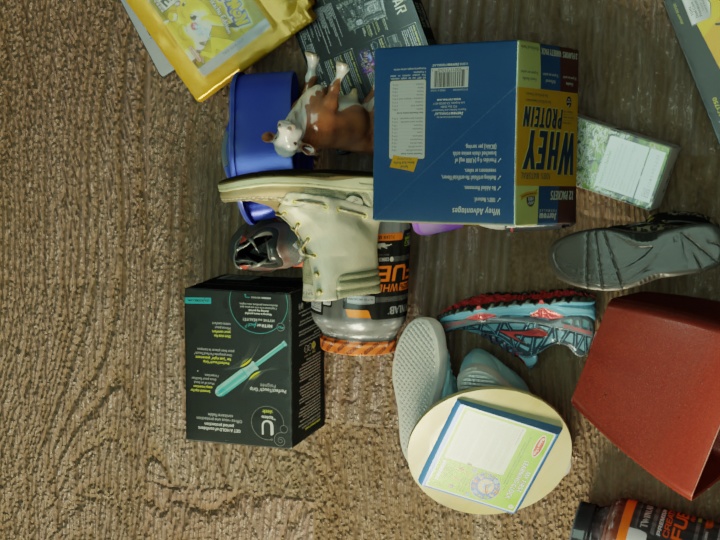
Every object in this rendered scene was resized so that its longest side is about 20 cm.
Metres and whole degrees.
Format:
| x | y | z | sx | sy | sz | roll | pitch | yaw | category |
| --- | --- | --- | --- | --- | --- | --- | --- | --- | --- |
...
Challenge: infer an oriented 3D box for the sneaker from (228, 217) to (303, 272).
| x | y | z | sx | sy | sz | roll | pitch | yaw | category |
| --- | --- | --- | --- | --- | --- | --- | --- | --- | --- |
| -0.132 | -0.032 | 1.797 | 0.200 | 0.082 | 0.077 | -8 | 93 | 59 | sneaker |

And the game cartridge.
| x | y | z | sx | sy | sz | roll | pitch | yaw | category |
| --- | --- | --- | --- | --- | --- | --- | --- | --- | --- |
| -0.176 | -0.336 | 1.783 | 0.200 | 0.032 | 0.176 | -33 | 98 | 23 | game cartridge |

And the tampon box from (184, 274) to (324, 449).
| x | y | z | sx | sy | sz | roll | pitch | yaw | category |
| --- | --- | --- | --- | --- | --- | --- | --- | --- | --- |
| -0.135 | 0.114 | 1.837 | 0.150 | 0.126 | 0.200 | 3 | 99 | 18 | tampon box |

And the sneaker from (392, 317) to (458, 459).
| x | y | z | sx | sy | sz | roll | pitch | yaw | category |
| --- | --- | --- | --- | --- | --- | --- | --- | --- | --- |
| 0.092 | 0.146 | 1.784 | 0.074 | 0.082 | 0.200 | 18 | 116 | 36 | sneaker |

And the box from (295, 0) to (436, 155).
| x | y | z | sx | sy | sz | roll | pitch | yaw | category |
| --- | --- | --- | --- | --- | --- | --- | --- | --- | --- |
| 0.015 | -0.264 | 1.782 | 0.160 | 0.044 | 0.200 | -20 | 91 | 19 | box |

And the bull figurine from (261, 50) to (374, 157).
| x | y | z | sx | sy | sz | roll | pitch | yaw | category |
| --- | --- | --- | --- | --- | --- | --- | --- | --- | --- |
| -0.032 | -0.189 | 1.690 | 0.065 | 0.200 | 0.121 | 26 | 105 | 36 | bull figurine |

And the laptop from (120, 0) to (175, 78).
| x | y | z | sx | sy | sz | roll | pitch | yaw | category |
| --- | --- | --- | --- | --- | --- | --- | --- | --- | --- |
| -0.248 | -0.377 | 1.815 | 0.187 | 0.116 | 0.200 | -29 | 88 | 20 | laptop |

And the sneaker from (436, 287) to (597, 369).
| x | y | z | sx | sy | sz | roll | pitch | yaw | category |
| --- | --- | --- | --- | --- | --- | --- | --- | --- | --- |
| 0.190 | 0.077 | 1.753 | 0.200 | 0.079 | 0.096 | -3 | 98 | 18 | sneaker |

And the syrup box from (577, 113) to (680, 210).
| x | y | z | sx | sy | sz | roll | pitch | yaw | category |
| --- | --- | --- | --- | --- | --- | --- | --- | --- | --- |
| 0.268 | -0.141 | 1.696 | 0.200 | 0.081 | 0.079 | 20 | 102 | 17 | syrup box |

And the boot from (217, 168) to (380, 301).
| x | y | z | sx | sy | sz | roll | pitch | yaw | category |
| --- | --- | --- | --- | --- | --- | --- | --- | --- | --- |
| -0.068 | -0.040 | 1.670 | 0.200 | 0.072 | 0.155 | 0 | 100 | -14 | boot |

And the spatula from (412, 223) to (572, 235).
| x | y | z | sx | sy | sz | roll | pitch | yaw | category |
| --- | --- | --- | --- | --- | --- | --- | --- | --- | --- |
| 0.164 | -0.059 | 1.763 | 0.200 | 0.057 | 0.021 | 2 | 62 | 11 | spatula |

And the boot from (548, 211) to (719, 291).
| x | y | z | sx | sy | sz | roll | pitch | yaw | category |
| --- | --- | --- | --- | --- | --- | --- | --- | --- | --- |
| 0.327 | -0.027 | 1.656 | 0.200 | 0.151 | 0.073 | -10 | 95 | 18 | boot |

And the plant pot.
| x | y | z | sx | sy | sz | roll | pitch | yaw | category |
| --- | --- | --- | --- | --- | --- | --- | --- | --- | --- |
| 0.363 | 0.123 | 1.653 | 0.176 | 0.200 | 0.200 | 24 | 104 | 25 | plant pot |

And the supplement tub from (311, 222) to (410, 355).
| x | y | z | sx | sy | sz | roll | pitch | yaw | category |
| --- | --- | --- | --- | --- | --- | --- | --- | --- | --- |
| 0.000 | 0.000 | 1.781 | 0.122 | 0.123 | 0.200 | 4 | 99 | 17 | supplement tub |

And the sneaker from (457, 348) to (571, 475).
| x | y | z | sx | sy | sz | roll | pitch | yaw | category |
| --- | --- | --- | --- | --- | --- | --- | --- | --- | --- |
| 0.197 | 0.172 | 1.770 | 0.074 | 0.082 | 0.200 | -28 | 112 | 26 | sneaker |

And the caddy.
| x | y | z | sx | sy | sz | roll | pitch | yaw | category |
| --- | --- | --- | --- | --- | --- | --- | --- | --- | --- |
| -0.122 | -0.155 | 1.771 | 0.105 | 0.141 | 0.200 | -7 | 62 | 10 | caddy |

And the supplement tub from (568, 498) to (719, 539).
| x | y | z | sx | sy | sz | roll | pitch | yaw | category |
| --- | --- | --- | --- | --- | --- | --- | --- | --- | --- |
| 0.354 | 0.338 | 1.719 | 0.200 | 0.107 | 0.107 | 13 | 101 | 15 | supplement tub |

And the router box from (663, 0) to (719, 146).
| x | y | z | sx | sy | sz | roll | pitch | yaw | category |
| --- | --- | --- | --- | --- | --- | --- | --- | --- | --- |
| 0.455 | -0.247 | 1.637 | 0.149 | 0.051 | 0.200 | -22 | 90 | 21 | router box |

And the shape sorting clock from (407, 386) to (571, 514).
| x | y | z | sx | sy | sz | roll | pitch | yaw | category |
| --- | --- | --- | --- | --- | --- | --- | --- | --- | --- |
| 0.156 | 0.219 | 1.734 | 0.200 | 0.039 | 0.200 | 2 | 122 | 3 | shape sorting clock |

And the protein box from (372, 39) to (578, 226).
| x | y | z | sx | sy | sz | roll | pitch | yaw | category |
| --- | --- | --- | --- | --- | --- | --- | --- | --- | --- |
| 0.130 | -0.153 | 1.630 | 0.198 | 0.135 | 0.200 | 3 | 94 | 38 | protein box |
